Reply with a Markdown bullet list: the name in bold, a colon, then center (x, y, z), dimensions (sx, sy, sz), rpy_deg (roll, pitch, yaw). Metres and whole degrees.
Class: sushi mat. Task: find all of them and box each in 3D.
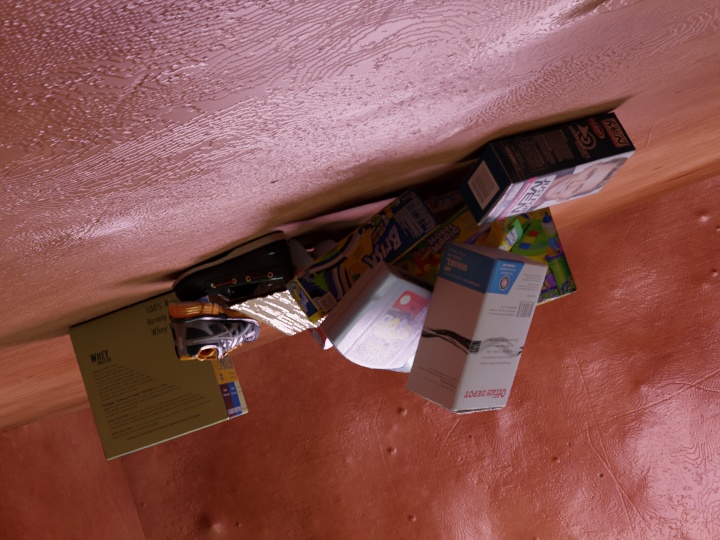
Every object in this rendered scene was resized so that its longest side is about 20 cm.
- **sushi mat**: center (-0.099, 0.057, 1.553), dimensions (0.095, 0.012, 0.200), rpy_deg (-16, 160, 17)

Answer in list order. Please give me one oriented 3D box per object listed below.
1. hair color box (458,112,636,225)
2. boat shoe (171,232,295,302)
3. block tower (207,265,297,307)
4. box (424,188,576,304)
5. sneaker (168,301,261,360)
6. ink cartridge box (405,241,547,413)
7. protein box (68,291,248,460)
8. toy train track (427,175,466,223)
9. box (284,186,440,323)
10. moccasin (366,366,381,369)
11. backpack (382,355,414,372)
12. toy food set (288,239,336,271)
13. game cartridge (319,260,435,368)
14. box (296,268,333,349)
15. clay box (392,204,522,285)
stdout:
- **hair color box**: center (0.228, -0.124, 1.388), dimensions (0.198, 0.061, 0.100), rpy_deg (-17, 159, -28)
- **boat shoe**: center (-0.170, 0.011, 1.495), dimensions (0.200, 0.064, 0.073), rpy_deg (-21, 176, 33)
- **block tower**: center (-0.151, 0.020, 1.705), dimensions (0.057, 0.055, 0.199), rpy_deg (-23, 173, 34)
- **box**: center (0.184, -0.027, 1.648), dimensions (0.198, 0.195, 0.122), rpy_deg (-18, 175, 4)
- **sneaker**: center (-0.202, 0.088, 1.565), dimensions (0.077, 0.078, 0.199), rpy_deg (-4, 172, 26)
- **ink cartridge box**: center (0.151, 0.074, 1.475), dimensions (0.084, 0.202, 0.144), rpy_deg (21, -172, 35)
- **protein box**: center (-0.301, 0.152, 1.714), dimensions (0.196, 0.202, 0.135), rpy_deg (-19, 175, 5)
- **toy train track**: center (0.138, -0.113, 1.484), dimensions (0.114, 0.033, 0.200), rpy_deg (-20, 168, -27)
- **box**: center (0.002, -0.019, 1.446), dimensions (0.199, 0.065, 0.070), rpy_deg (-37, -179, -19)
- **moccasin**: center (0.025, 0.111, 1.652), dimensions (0.080, 0.069, 0.200), rpy_deg (-18, 178, 13)
- **backpack**: center (0.043, 0.065, 1.942), dimensions (0.182, 0.203, 0.146), rpy_deg (0, 168, 41)
- **toy food set**: center (0.000, 0.000, 1.606), dimensions (0.199, 0.144, 0.061), rpy_deg (-12, 144, -56)
- **game cartridge**: center (0.035, 0.063, 1.453), dimensions (0.133, 0.041, 0.199), rpy_deg (-46, 150, 13)
- **box**: center (-0.001, 0.022, 1.730), dimensions (0.199, 0.100, 0.096), rpy_deg (-25, 150, -32)
- **clay box**: center (0.124, -0.019, 1.530), dimensions (0.199, 0.048, 0.115), rpy_deg (-40, 153, -1)
